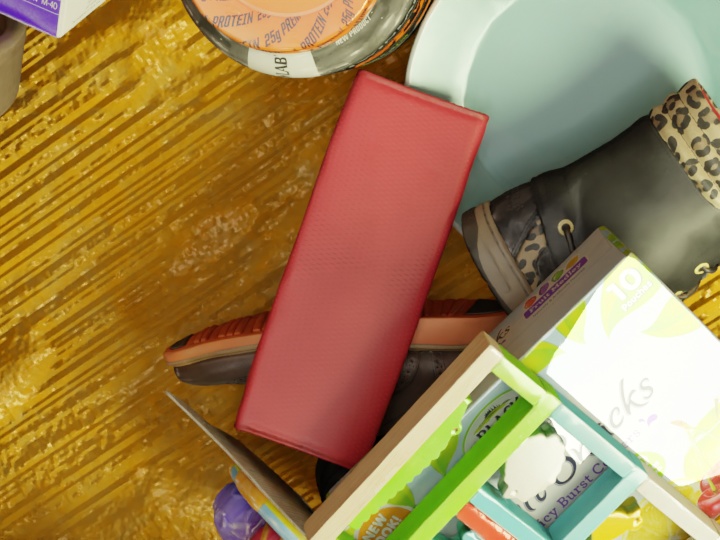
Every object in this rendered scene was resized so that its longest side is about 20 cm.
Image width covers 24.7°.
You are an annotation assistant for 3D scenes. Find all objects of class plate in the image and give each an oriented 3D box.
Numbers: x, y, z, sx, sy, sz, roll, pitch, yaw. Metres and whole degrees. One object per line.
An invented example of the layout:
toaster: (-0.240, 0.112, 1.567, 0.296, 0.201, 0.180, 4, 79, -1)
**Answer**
plate: (0.123, -0.092, 0.888, 0.199, 0.026, 0.201, 1, 107, 3)

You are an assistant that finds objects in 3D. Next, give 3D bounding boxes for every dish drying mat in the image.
dish drying mat: (0.000, 0.000, 0.869, 0.076, 0.018, 0.201, 20, 86, -1)

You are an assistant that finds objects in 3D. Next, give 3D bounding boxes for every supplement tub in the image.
supplement tub: (-0.024, -0.159, 0.816, 0.122, 0.200, 0.123, 1, 99, 7)

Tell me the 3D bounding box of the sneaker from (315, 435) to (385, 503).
sneaker: (0.058, 0.164, 0.910, 0.199, 0.091, 0.076, 28, 98, 1)

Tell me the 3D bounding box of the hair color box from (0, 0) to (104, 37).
hair color box: (-0.139, -0.232, 0.824, 0.065, 0.109, 0.201, 25, 128, 8)

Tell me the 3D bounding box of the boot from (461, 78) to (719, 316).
boot: (0.165, 0.010, 0.869, 0.150, 0.073, 0.200, -36, 101, 15)

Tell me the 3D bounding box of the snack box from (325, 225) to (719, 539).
snack box: (0.102, 0.097, 0.827, 0.142, 0.053, 0.200, 42, 99, -18)

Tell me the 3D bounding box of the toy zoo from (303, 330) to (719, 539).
toy zoo: (0.089, 0.137, 0.800, 0.200, 0.020, 0.131, 40, 100, -18)

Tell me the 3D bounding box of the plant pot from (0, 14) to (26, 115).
plant pot: (-0.286, -0.065, 0.885, 0.199, 0.200, 0.176, 13, 119, 5)

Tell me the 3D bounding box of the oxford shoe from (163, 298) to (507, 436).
oxford shoe: (-0.011, 0.059, 0.913, 0.199, 0.071, 0.073, -2, 100, 7)

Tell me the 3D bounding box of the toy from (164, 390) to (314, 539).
toy: (-0.031, 0.154, 0.867, 0.200, 0.115, 0.047, 39, 84, 24)
